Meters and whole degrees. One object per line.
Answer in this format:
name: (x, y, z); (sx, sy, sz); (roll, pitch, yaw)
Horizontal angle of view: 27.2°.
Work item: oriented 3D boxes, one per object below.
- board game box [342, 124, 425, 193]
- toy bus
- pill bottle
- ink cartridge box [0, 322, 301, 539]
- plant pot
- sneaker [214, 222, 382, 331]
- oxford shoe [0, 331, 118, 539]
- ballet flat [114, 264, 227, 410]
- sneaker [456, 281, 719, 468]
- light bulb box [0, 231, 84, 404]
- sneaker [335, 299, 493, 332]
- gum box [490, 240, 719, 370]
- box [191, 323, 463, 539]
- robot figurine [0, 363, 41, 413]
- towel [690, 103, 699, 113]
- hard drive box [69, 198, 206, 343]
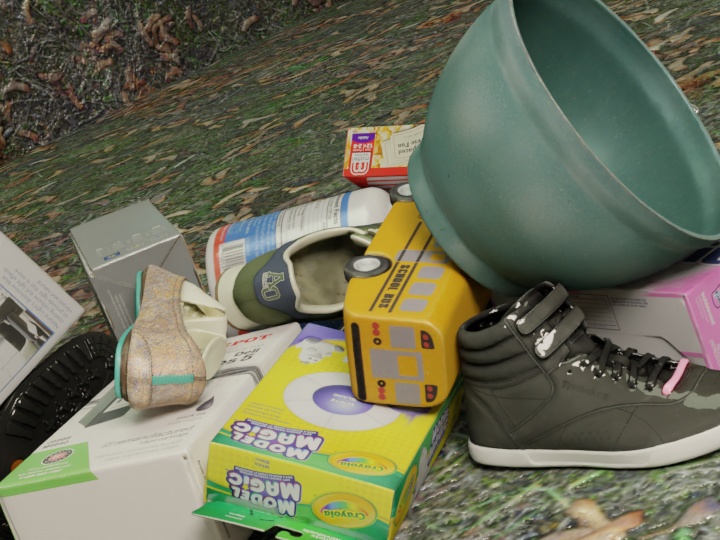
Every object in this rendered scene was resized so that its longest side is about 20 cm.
board game box: (0.108, -0.081, 1.251); (0.200, 0.046, 0.151); (-1, -14, 29)
toy bus: (0.041, 0.006, 0.969); (0.078, 0.065, 0.200); (3, 29, 18)
pill bottle: (-0.018, -0.005, 1.235); (0.199, 0.113, 0.112); (-13, 17, 13)
ink cartridge box: (-0.122, 0.121, 0.993); (0.145, 0.084, 0.200); (-14, 16, 23)
plant pot: (0.115, -0.067, 0.922); (0.134, 0.200, 0.200); (-38, 5, 31)
sneaker: (0.000, 0.000, 1.079); (0.200, 0.067, 0.090); (-13, -4, -36)
oxford shoe: (-0.243, 0.125, 1.067); (0.200, 0.073, 0.084); (-54, 23, -22)
ballet flat: (-0.123, 0.046, 1.001); (0.067, 0.068, 0.200); (-1, 19, -4)
sneaker: (0.138, 0.055, 0.856); (0.200, 0.099, 0.071); (-9, 18, 34)
light bulb box: (-0.336, 0.043, 1.077); (0.200, 0.125, 0.198); (-49, 31, -11)
sneaker: (0.056, 0.040, 1.085); (0.200, 0.076, 0.088); (-18, 8, -27)
gum box: (0.187, 0.012, 0.991); (0.113, 0.066, 0.200); (-33, 20, -29)
box: (-0.015, 0.102, 0.910); (0.117, 0.048, 0.200); (13, 27, 13)
robot figurine: (-0.320, 0.128, 1.143); (0.145, 0.058, 0.200); (13, 60, 44)
towel: (0.175, -0.118, 1.272); (0.171, 0.048, 0.200); (9, -13, -11)
hard drive box: (-0.165, 0.038, 1.201); (0.077, 0.156, 0.200); (-23, 16, -11)
